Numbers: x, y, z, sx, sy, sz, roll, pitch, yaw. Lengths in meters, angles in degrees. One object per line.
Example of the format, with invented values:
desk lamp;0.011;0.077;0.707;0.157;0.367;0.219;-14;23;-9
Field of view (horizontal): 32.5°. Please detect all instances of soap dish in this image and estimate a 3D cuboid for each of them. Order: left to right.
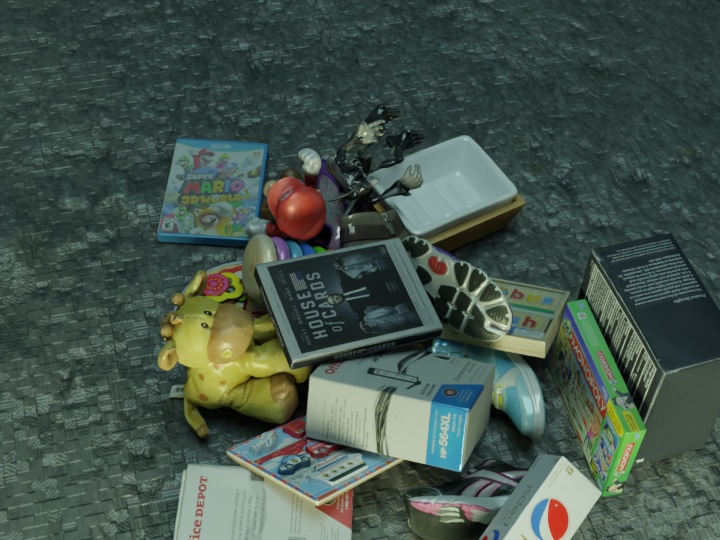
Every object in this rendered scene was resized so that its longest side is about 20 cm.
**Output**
soap dish;0.113;-0.100;1.779;0.198;0.082;0.158;-23;54;-22

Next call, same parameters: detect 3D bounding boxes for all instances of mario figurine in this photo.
mario figurine;-0.106;-0.103;1.687;0.104;0.126;0.200;-2;6;-9

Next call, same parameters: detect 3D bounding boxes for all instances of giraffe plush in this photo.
giraffe plush;-0.171;0.089;1.505;0.197;0.163;0.174;-18;50;6

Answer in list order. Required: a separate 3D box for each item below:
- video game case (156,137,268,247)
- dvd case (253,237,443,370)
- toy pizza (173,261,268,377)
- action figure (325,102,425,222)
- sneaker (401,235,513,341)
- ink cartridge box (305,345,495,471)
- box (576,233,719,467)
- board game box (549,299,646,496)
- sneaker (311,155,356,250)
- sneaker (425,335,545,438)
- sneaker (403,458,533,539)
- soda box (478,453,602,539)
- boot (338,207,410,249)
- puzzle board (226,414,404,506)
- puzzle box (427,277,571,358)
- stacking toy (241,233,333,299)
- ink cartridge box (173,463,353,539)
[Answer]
video game case;-0.214;-0.117;1.816;0.141;0.018;0.202;3;48;0
dvd case;-0.016;0.038;1.517;0.197;0.025;0.152;-11;54;-20
toy pizza;-0.153;0.057;1.657;0.197;0.032;0.202;2;49;-2
action figure;0.022;-0.151;1.689;0.101;0.119;0.201;-23;27;38
sneaker;0.129;0.016;1.571;0.083;0.081;0.200;7;27;-46
ink cartridge box;0.048;0.155;1.484;0.197;0.086;0.146;11;21;16
box;0.361;0.101;1.540;0.121;0.202;0.200;-11;51;-14
board game box;0.290;0.156;1.529;0.029;0.136;0.202;-8;49;-11
sneaker;-0.040;-0.083;1.764;0.088;0.081;0.201;-27;50;-2
sneaker;0.149;0.144;1.571;0.128;0.080;0.201;-9;40;-14
sneaker;0.142;0.269;1.470;0.197;0.081;0.087;4;42;-16
soda box;0.181;0.305;1.384;0.068;0.064;0.201;41;75;-9
boot;0.000;0.000;1.616;0.199;0.070;0.148;-17;92;-46
puzzle board;-0.038;0.209;1.465;0.149;0.018;0.199;20;26;37
puzzle box;0.163;0.052;1.605;0.197;0.026;0.133;10;31;20
stacking toy;-0.056;0.003;1.660;0.197;0.086;0.086;6;44;-28
ink cartridge box;-0.109;0.308;1.405;0.196;0.084;0.148;4;48;-1
